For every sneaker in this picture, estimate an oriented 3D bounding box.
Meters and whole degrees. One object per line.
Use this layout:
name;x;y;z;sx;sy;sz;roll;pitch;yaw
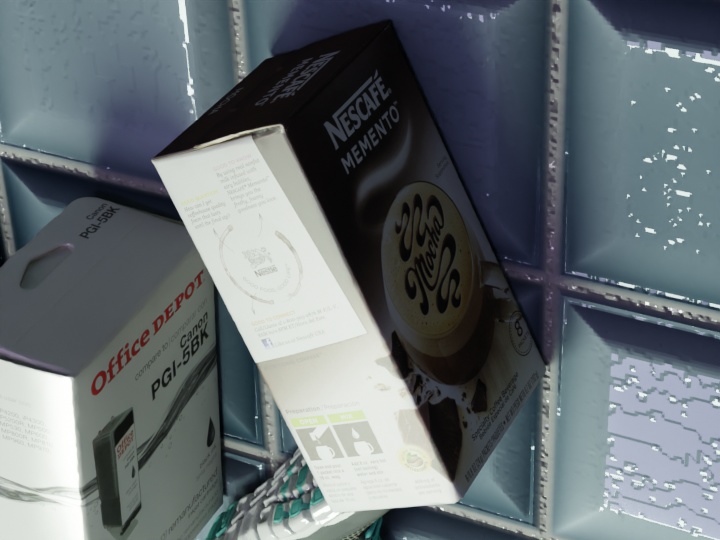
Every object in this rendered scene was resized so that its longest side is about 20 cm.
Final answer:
sneaker;-0.015;0.149;1.005;0.091;0.078;0.200;34;138;-15

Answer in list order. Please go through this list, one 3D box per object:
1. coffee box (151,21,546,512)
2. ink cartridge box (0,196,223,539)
coffee box;0.000;0.000;0.853;0.080;0.113;0.200;-11;115;36
ink cartridge box;-0.145;0.084;0.974;0.083;0.147;0.200;16;128;20
